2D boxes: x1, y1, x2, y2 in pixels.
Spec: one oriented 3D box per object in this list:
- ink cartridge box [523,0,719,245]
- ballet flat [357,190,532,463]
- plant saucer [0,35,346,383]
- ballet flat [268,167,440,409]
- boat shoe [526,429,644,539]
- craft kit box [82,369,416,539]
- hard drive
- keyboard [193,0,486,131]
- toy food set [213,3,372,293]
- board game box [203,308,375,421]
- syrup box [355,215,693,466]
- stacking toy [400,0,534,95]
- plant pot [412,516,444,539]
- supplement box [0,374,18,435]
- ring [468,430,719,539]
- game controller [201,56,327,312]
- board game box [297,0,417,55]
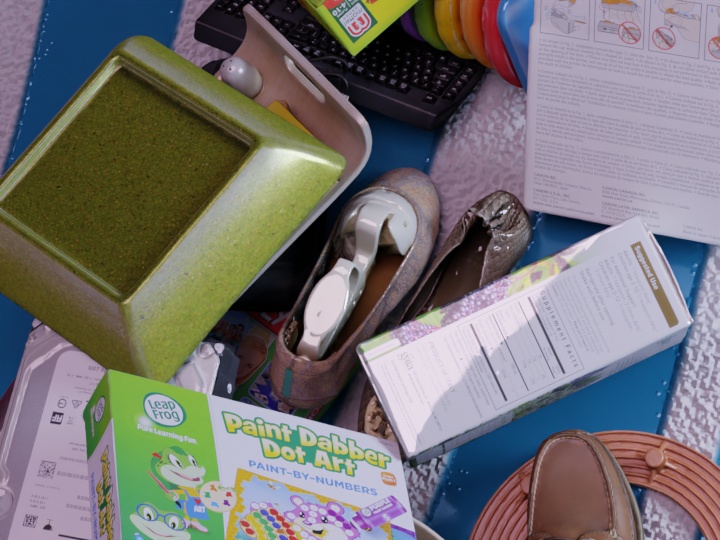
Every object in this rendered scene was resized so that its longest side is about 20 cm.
[{"bbox_3d":[0.187,-0.121,1.507,0.160,0.050,0.201,12,117,22],"label":"ink cartridge box"},{"bbox_3d":[0.053,0.034,1.560,0.067,0.046,0.201,26,80,26],"label":"ballet flat"},{"bbox_3d":[-0.145,-0.051,1.510,0.200,0.048,0.200,32,76,31],"label":"plant saucer"},{"bbox_3d":[0.000,0.000,1.555,0.068,0.067,0.201,18,62,14],"label":"ballet flat"},{"bbox_3d":[0.135,0.186,1.443,0.072,0.068,0.201,-11,66,16],"label":"boat shoe"},{"bbox_3d":[-0.059,0.161,1.373,0.049,0.199,0.198,-59,27,32],"label":"craft kit box"},{"bbox_3d":[-0.165,0.135,1.477,0.139,0.038,0.201,8,73,21],"label":"hard drive"},{"bbox_3d":[-0.019,-0.155,1.632,0.199,0.040,0.104,21,54,19],"label":"keyboard"},{"bbox_3d":[-0.103,-0.066,1.559,0.200,0.060,0.144,-45,57,1],"label":"toy food set"},{"bbox_3d":[-0.103,0.044,1.619,0.200,0.029,0.135,35,85,26],"label":"board game box"},{"bbox_3d":[0.104,0.046,1.496,0.199,0.079,0.082,-26,81,-1],"label":"syrup box"},{"bbox_3d":[0.064,-0.189,1.620,0.199,0.110,0.116,13,59,33],"label":"stacking toy"},{"bbox_3d":[-0.023,0.250,1.444,0.201,0.200,0.135,52,130,27],"label":"plant pot"},{"bbox_3d":[-0.151,0.158,1.546,0.200,0.110,0.086,30,81,26],"label":"supplement box"},{"bbox_3d":[0.157,0.195,1.481,0.199,0.019,0.201,-6,68,15],"label":"ring"},{"bbox_3d":[-0.073,-0.062,1.627,0.104,0.042,0.201,7,61,-3],"label":"game controller"},{"bbox_3d":[-0.014,-0.230,1.632,0.101,0.048,0.200,-40,34,0],"label":"board game box"}]
